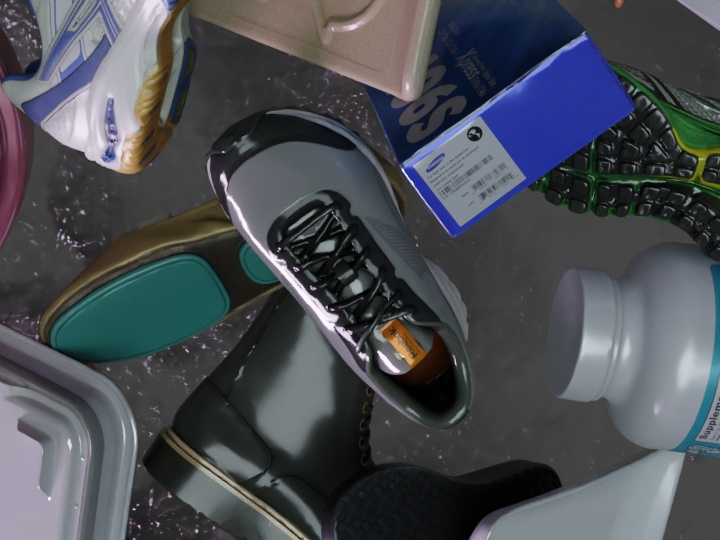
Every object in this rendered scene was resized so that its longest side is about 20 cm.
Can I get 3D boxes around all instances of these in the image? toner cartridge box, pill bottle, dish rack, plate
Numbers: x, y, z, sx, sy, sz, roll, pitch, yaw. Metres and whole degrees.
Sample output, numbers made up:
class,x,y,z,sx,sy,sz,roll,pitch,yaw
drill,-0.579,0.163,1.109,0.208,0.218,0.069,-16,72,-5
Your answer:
class,x,y,z,sx,sy,sz,roll,pitch,yaw
toner cartridge box,0.052,-0.092,0.742,0.095,0.200,0.043,-34,113,7
pill bottle,0.204,0.045,0.855,0.199,0.111,0.111,8,109,-7
dish rack,-0.198,0.129,0.832,0.171,0.043,0.201,22,111,31
plate,0.098,0.196,0.889,0.199,0.032,0.201,-11,119,-49

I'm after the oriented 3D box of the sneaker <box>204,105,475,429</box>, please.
class,x,y,z,sx,sy,sz,roll,pitch,yaw
sneaker,0.000,0.000,0.775,0.074,0.079,0.200,-35,124,8

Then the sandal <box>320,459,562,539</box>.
class,x,y,z,sx,sy,sz,roll,pitch,yaw
sandal,0.038,0.138,0.859,0.200,0.048,0.076,7,86,-51

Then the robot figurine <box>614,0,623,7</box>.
class,x,y,z,sx,sy,sz,roll,pitch,yaw
robot figurine,0.156,-0.226,0.752,0.200,0.117,0.144,-49,137,11

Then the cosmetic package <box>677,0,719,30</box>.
class,x,y,z,sx,sy,sz,roll,pitch,yaw
cosmetic package,0.241,-0.131,0.754,0.200,0.081,0.113,16,112,-53

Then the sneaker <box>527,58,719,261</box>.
class,x,y,z,sx,sy,sz,roll,pitch,yaw
sneaker,0.153,-0.062,0.836,0.200,0.085,0.078,28,117,1

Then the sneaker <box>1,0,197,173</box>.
class,x,y,z,sx,sy,sz,roll,pitch,yaw
sneaker,-0.111,-0.142,0.725,0.088,0.075,0.200,25,116,7

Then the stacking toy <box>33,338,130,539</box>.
class,x,y,z,sx,sy,sz,roll,pitch,yaw
stacking toy,-0.158,0.134,0.875,0.085,0.085,0.201,-4,105,-4

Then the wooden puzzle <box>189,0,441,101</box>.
class,x,y,z,sx,sy,sz,roll,pitch,yaw
wooden puzzle,-0.014,-0.191,0.726,0.046,0.200,0.186,-6,115,-43

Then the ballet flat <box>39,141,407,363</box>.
class,x,y,z,sx,sy,sz,roll,pitch,yaw
ballet flat,-0.073,-0.011,0.835,0.199,0.063,0.069,-21,133,-2

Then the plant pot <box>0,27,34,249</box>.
class,x,y,z,sx,sy,sz,roll,pitch,yaw
plant pot,-0.258,-0.045,0.743,0.199,0.179,0.201,-2,111,-4

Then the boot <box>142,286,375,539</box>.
class,x,y,z,sx,sy,sz,roll,pitch,yaw
boot,0.001,0.100,0.881,0.200,0.077,0.139,33,92,-24
